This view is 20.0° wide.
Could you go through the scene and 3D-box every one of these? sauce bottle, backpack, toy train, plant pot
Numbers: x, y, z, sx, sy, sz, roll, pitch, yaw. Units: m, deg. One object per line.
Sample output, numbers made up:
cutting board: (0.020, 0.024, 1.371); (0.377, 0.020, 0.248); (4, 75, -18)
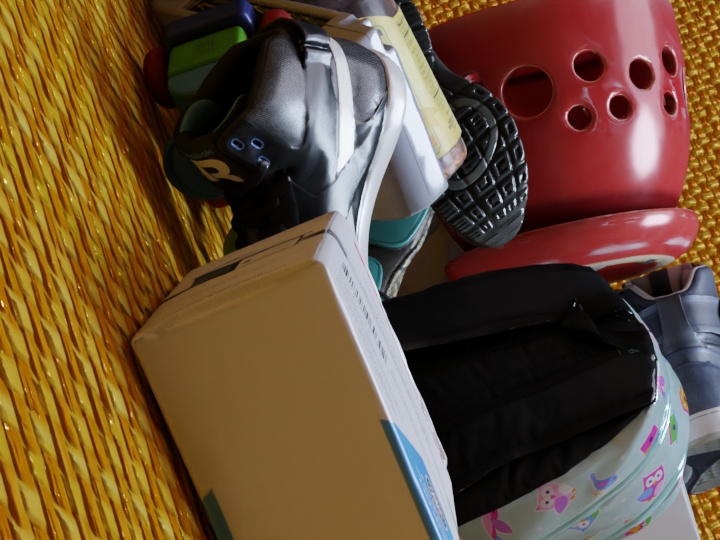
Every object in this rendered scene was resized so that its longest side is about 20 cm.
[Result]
sauce bottle: (-0.005, -0.138, 1.202); (0.200, 0.066, 0.066); (60, 7, -22)
backpack: (0.066, 0.085, 1.044); (0.127, 0.200, 0.167); (57, 10, -55)
toy train: (-0.049, -0.034, 1.103); (0.116, 0.084, 0.200); (-89, 159, -53)
plant pot: (0.136, -0.081, 1.412); (0.200, 0.200, 0.183); (42, 35, -81)

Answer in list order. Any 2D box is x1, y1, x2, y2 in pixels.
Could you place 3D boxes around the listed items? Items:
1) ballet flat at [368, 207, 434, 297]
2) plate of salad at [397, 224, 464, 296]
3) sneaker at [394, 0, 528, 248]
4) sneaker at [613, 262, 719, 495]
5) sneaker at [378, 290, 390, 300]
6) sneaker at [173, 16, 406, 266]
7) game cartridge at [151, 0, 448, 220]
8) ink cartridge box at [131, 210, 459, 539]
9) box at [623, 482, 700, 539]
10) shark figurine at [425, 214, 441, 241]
ballet flat: (0.000, 0.000, 1.323); (0.075, 0.068, 0.200); (104, 5, -49)
plate of salad: (0.048, 0.001, 1.569); (0.048, 0.200, 0.200); (14, 37, -29)
sneaker: (0.041, -0.101, 1.317); (0.200, 0.076, 0.091); (59, -9, 8)
sneaker: (0.239, 0.075, 1.456); (0.202, 0.077, 0.146); (57, 14, -68)
sneaker: (0.005, 0.109, 1.170); (0.088, 0.074, 0.200); (81, 2, -56)
sneaker: (-0.050, -0.022, 0.985); (0.112, 0.073, 0.200); (17, 80, -43)
game cartridge: (-0.037, -0.097, 1.199); (0.200, 0.041, 0.133); (19, -35, 48)
ink cartridge box: (-0.020, 0.063, 0.862); (0.200, 0.086, 0.147); (-91, 158, -84)
box: (0.111, 0.137, 1.401); (0.200, 0.199, 0.131); (64, 6, -51)
shark figurine: (-0.031, -0.023, 1.450); (0.089, 0.128, 0.214); (35, 17, 27)
